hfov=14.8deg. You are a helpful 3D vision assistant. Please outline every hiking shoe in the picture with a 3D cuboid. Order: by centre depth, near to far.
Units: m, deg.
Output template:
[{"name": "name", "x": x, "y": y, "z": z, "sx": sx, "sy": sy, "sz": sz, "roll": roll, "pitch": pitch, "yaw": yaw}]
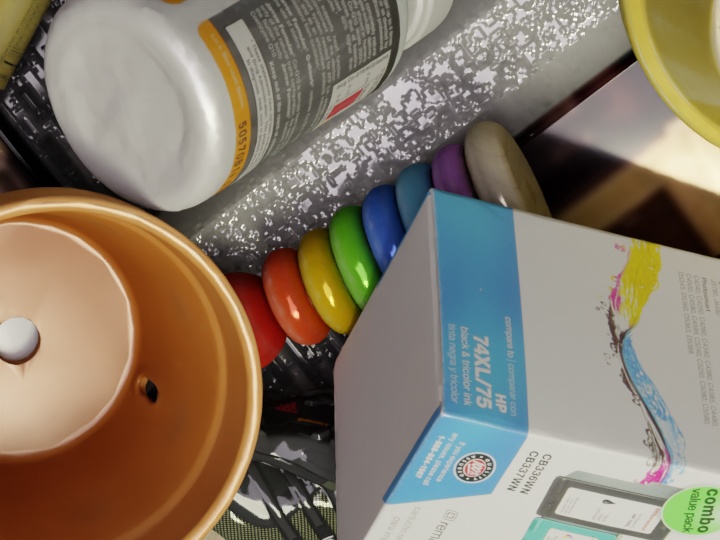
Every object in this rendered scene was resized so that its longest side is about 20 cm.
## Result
[{"name": "hiking shoe", "x": -0.027, "y": 0.117, "z": 1.476, "sx": 0.199, "sy": 0.076, "sz": 0.101, "roll": 10, "pitch": 119, "yaw": -6}]

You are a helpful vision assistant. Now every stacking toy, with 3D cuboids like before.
[{"name": "stacking toy", "x": 0.000, "y": 0.000, "z": 1.448, "sx": 0.199, "sy": 0.085, "sz": 0.086, "roll": -25, "pitch": 102, "yaw": 13}]

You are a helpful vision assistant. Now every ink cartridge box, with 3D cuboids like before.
[{"name": "ink cartridge box", "x": 0.104, "y": 0.078, "z": 1.382, "sx": 0.199, "sy": 0.147, "sz": 0.147, "roll": 13, "pitch": 136, "yaw": -15}]

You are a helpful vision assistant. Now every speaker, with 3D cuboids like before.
[{"name": "speaker", "x": -0.192, "y": 0.067, "z": 1.471, "sx": 0.081, "sy": 0.081, "sz": 0.201, "roll": -5, "pitch": 104, "yaw": 4}]

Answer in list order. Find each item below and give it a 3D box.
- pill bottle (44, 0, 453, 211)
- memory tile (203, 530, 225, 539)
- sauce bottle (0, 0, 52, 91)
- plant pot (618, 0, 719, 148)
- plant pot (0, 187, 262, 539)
[{"name": "pill bottle", "x": -0.049, "y": -0.119, "z": 1.348, "sx": 0.116, "sy": 0.200, "sz": 0.117, "roll": 24, "pitch": 130, "yaw": 32}, {"name": "memory tile", "x": 0.015, "y": 0.189, "z": 1.527, "sx": 0.199, "sy": 0.017, "sz": 0.154, "roll": -11, "pitch": 104, "yaw": 5}, {"name": "sauce bottle", "x": -0.209, "y": -0.112, "z": 1.419, "sx": 0.066, "sy": 0.066, "sz": 0.201, "roll": 31, "pitch": 93, "yaw": -6}, {"name": "plant pot", "x": 0.227, "y": -0.138, "z": 1.343, "sx": 0.199, "sy": 0.189, "sz": 0.202, "roll": 0, "pitch": 104, "yaw": 2}, {"name": "plant pot", "x": -0.161, "y": 0.049, "z": 1.360, "sx": 0.199, "sy": 0.140, "sz": 0.201, "roll": -4, "pitch": 104, "yaw": -16}]
